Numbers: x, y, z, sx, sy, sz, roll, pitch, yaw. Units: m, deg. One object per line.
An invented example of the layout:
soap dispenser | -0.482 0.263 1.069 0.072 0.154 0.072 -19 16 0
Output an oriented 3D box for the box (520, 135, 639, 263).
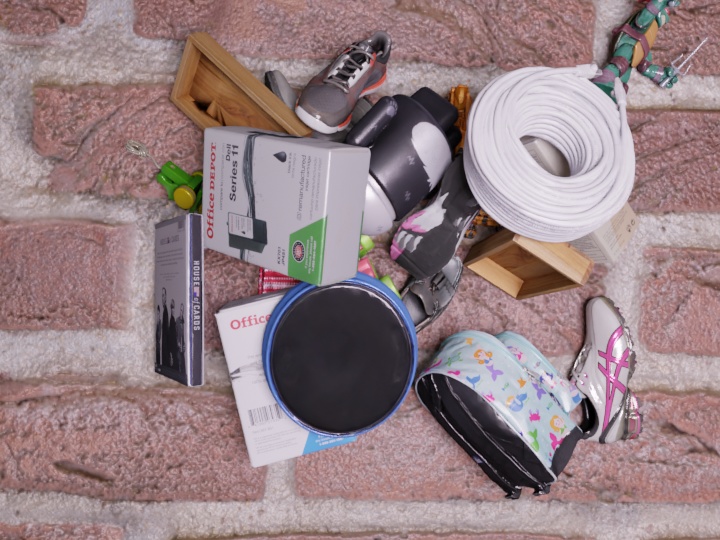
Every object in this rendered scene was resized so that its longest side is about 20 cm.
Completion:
box | 0.273 -0.109 0.779 0.078 0.094 0.201 -46 109 -18

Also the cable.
cable | 0.206 -0.133 0.649 0.192 0.070 0.207 2 68 -8

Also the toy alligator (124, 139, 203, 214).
toy alligator | -0.239 -0.107 0.805 0.196 0.060 0.055 30 128 -2

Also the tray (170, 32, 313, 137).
tray | -0.160 -0.207 0.774 0.199 0.037 0.099 43 129 8

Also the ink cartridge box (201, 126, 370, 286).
ink cartridge box | -0.095 -0.082 0.687 0.195 0.082 0.152 16 108 32

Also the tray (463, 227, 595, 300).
tray | 0.206 -0.010 0.750 0.097 0.200 0.038 32 80 -1

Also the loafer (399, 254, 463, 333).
loafer | 0.075 0.055 0.810 0.072 0.063 0.200 44 87 -1

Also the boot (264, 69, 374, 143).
boot | -0.040 -0.207 0.818 0.129 0.068 0.204 -32 96 -11

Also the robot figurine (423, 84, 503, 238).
robot figurine | 0.162 -0.149 0.822 0.139 0.058 0.208 5 88 0

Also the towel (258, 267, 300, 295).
towel | -0.074 0.013 0.825 0.139 0.022 0.208 4 88 -4

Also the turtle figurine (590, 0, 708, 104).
turtle figurine | 0.399 -0.311 0.823 0.202 0.100 0.149 -53 132 -2

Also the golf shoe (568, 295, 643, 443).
golf shoe | 0.335 0.141 0.818 0.089 0.073 0.208 -7 89 -2

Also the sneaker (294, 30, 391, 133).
sneaker | -0.019 -0.257 0.759 0.076 0.083 0.202 32 51 2

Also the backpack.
backpack | 0.173 0.170 0.760 0.198 0.178 0.152 38 65 3

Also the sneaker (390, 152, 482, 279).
sneaker | 0.119 -0.072 0.760 0.080 0.086 0.201 45 126 6

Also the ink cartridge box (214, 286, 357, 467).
ink cartridge box | -0.094 0.130 0.769 0.140 0.084 0.207 -12 97 -2

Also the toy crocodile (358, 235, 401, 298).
toy crocodile | 0.000 0.000 0.780 0.066 0.062 0.204 -29 77 3

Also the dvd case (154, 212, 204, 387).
dvd case | -0.238 0.037 0.758 0.024 0.148 0.208 1 88 -34

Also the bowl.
bowl | -0.023 0.103 0.710 0.193 0.039 0.209 -1 96 -5

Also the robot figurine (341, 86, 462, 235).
robot figurine | 0.038 -0.139 0.745 0.199 0.125 0.151 -43 111 -6
